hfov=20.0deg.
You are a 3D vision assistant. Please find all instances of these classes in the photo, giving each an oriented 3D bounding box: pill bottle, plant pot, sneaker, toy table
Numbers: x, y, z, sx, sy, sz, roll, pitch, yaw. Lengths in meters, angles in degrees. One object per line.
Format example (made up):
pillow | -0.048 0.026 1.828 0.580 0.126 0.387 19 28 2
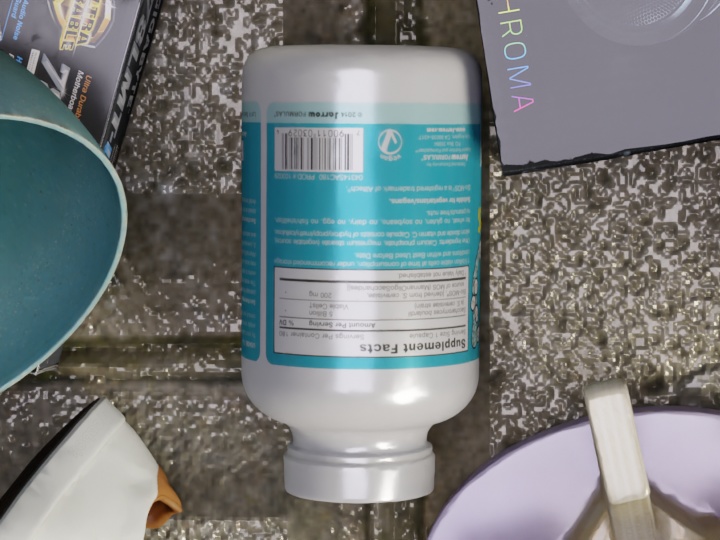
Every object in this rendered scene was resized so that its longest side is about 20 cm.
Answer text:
pill bottle | 0.000 0.000 0.924 0.110 0.111 0.202 1 95 5
plant pot | -0.217 -0.038 0.868 0.200 0.200 0.135 -37 60 7
sneaker | -0.140 0.142 0.913 0.085 0.200 0.073 47 132 -8
toy table | 0.124 0.136 0.920 0.199 0.117 0.185 -24 92 6

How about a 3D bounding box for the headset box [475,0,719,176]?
headset box | 0.148 -0.143 0.907 0.198 0.093 0.176 -8 94 5

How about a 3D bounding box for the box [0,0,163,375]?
box | -0.213 -0.074 0.969 0.197 0.050 0.202 16 95 4
